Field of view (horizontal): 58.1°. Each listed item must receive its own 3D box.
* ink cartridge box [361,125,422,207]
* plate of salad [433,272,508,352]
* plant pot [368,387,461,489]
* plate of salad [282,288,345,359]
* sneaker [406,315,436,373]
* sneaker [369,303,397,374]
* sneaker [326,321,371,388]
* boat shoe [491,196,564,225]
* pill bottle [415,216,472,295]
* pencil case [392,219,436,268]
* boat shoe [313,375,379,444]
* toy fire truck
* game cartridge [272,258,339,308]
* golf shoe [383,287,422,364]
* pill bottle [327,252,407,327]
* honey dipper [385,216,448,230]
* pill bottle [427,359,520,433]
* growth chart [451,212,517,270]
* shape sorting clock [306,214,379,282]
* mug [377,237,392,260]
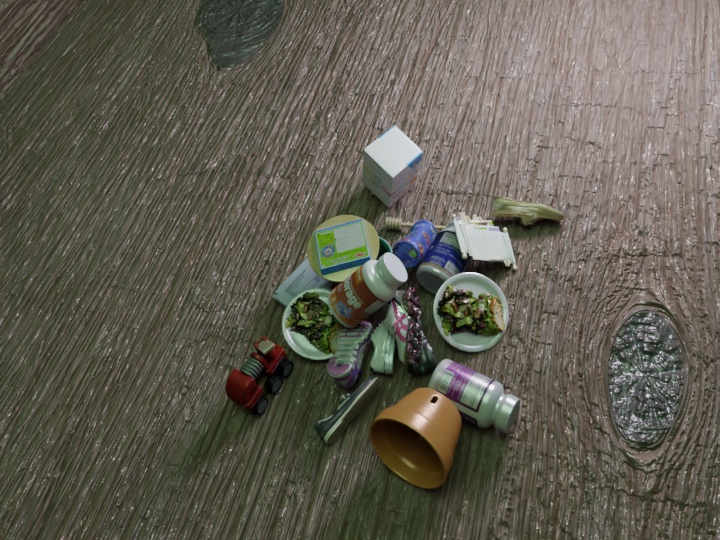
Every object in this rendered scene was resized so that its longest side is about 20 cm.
[{"bbox_3d":[0.091,-0.299,1.924,0.128,0.201,0.125,-40,73,-17],"label":"ink cartridge box"},{"bbox_3d":[0.281,0.102,1.630,0.196,0.048,0.204,1,78,-6],"label":"plate of salad"},{"bbox_3d":[0.136,0.361,1.445,0.198,0.203,0.140,23,44,27],"label":"plant pot"},{"bbox_3d":[-0.110,0.135,1.710,0.196,0.048,0.204,1,65,-1],"label":"plate of salad"},{"bbox_3d":[0.129,0.170,1.642,0.078,0.076,0.202,-19,52,2],"label":"sneaker"},{"bbox_3d":[0.061,0.166,1.662,0.069,0.074,0.203,3,56,10],"label":"sneaker"},{"bbox_3d":[-0.020,0.216,1.644,0.079,0.089,0.202,-2,40,27],"label":"sneaker"},{"bbox_3d":[0.466,-0.157,1.810,0.196,0.071,0.066,13,93,12],"label":"boat shoe"},{"bbox_3d":[0.240,-0.040,1.741,0.114,0.117,0.201,20,61,25],"label":"pill bottle"},{"bbox_3d":[0.146,-0.071,1.756,0.086,0.079,0.200,-23,11,28],"label":"pencil case"},{"bbox_3d":[-0.034,0.324,1.572,0.062,0.073,0.200,34,73,28],"label":"boat shoe"},{"bbox_3d":[-0.255,0.243,1.601,0.127,0.201,0.177,22,62,27],"label":"toy fire truck"},{"bbox_3d":[-0.139,0.039,1.825,0.132,0.041,0.200,30,67,34],"label":"game cartridge"},{"bbox_3d":[0.102,0.143,1.598,0.091,0.073,0.203,-16,51,25],"label":"golf shoe"},{"bbox_3d":[0.019,0.046,1.620,0.199,0.111,0.114,-39,46,29],"label":"pill bottle"},{"bbox_3d":[0.169,-0.128,1.872,0.196,0.038,0.039,6,56,15],"label":"honey dipper"},{"bbox_3d":[0.262,0.293,1.499,0.197,0.113,0.113,23,62,26],"label":"pill bottle"},{"bbox_3d":[0.330,-0.081,1.724,0.197,0.018,0.147,9,62,-27],"label":"growth chart"},{"bbox_3d":[-0.046,-0.059,1.726,0.196,0.039,0.203,-6,58,9],"label":"shape sorting clock"},{"bbox_3d":[0.009,-0.006,1.772,0.183,0.115,0.153,22,63,27],"label":"mug"}]
